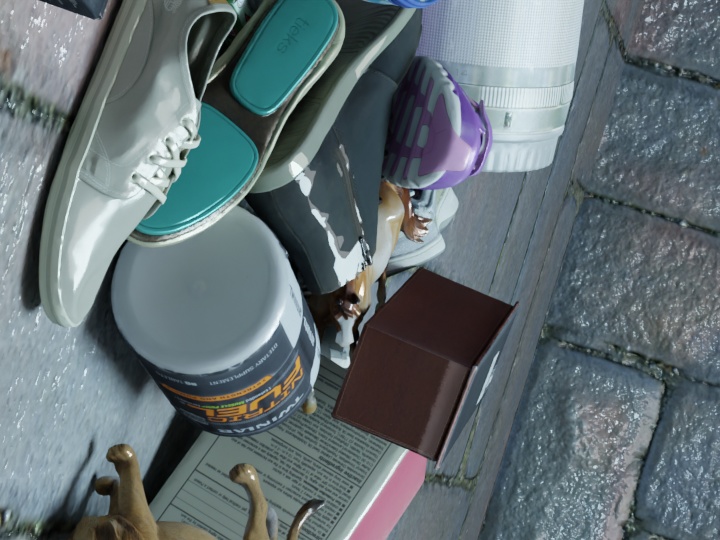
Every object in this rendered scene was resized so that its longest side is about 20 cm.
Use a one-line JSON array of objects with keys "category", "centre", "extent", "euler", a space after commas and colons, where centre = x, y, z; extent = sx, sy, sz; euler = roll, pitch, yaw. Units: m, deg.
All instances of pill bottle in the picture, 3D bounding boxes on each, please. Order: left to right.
[{"category": "pill bottle", "centre": [-0.081, 0.038, 1.304], "extent": [0.200, 0.105, 0.107], "euler": [70, 39, -71]}]

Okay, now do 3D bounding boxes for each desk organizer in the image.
[{"category": "desk organizer", "centre": [0.046, 0.059, 1.431], "extent": [0.200, 0.076, 0.072], "euler": [-41, 153, -74]}]

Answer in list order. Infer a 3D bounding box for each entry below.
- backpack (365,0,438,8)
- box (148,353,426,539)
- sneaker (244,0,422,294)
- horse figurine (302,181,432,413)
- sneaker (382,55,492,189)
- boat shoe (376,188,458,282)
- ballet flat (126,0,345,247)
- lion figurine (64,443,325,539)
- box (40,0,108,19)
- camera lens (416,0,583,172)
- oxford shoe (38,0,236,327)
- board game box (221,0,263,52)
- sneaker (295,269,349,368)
[{"category": "backpack", "centre": [0.015, -0.239, 1.165], "extent": [0.200, 0.146, 0.185], "euler": [40, 67, -63]}, {"category": "box", "centre": [-0.057, 0.167, 1.458], "extent": [0.201, 0.127, 0.109], "euler": [-54, 163, -24]}, {"category": "sneaker", "centre": [-0.010, -0.085, 1.318], "extent": [0.201, 0.074, 0.107], "euler": [-57, 136, -35]}, {"category": "horse figurine", "centre": [0.000, 0.000, 1.418], "extent": [0.201, 0.049, 0.133], "euler": [-65, 165, -46]}, {"category": "sneaker", "centre": [0.051, -0.090, 1.388], "extent": [0.081, 0.088, 0.200], "euler": [-67, -163, 6]}, {"category": "boat shoe", "centre": [0.026, -0.042, 1.603], "extent": [0.065, 0.074, 0.202], "euler": [64, 22, -13]}, {"category": "ballet flat", "centre": [-0.078, -0.081, 1.221], "extent": [0.200, 0.069, 0.070], "euler": [-49, 158, -26]}, {"category": "lion figurine", "centre": [-0.104, 0.177, 1.290], "extent": [0.073, 0.198, 0.123], "euler": [124, -35, -46]}, {"category": "box", "centre": [-0.123, -0.213, 0.889], "extent": [0.200, 0.049, 0.162], "euler": [58, 53, -75]}, {"category": "camera lens", "centre": [0.081, -0.185, 1.557], "extent": [0.160, 0.158, 0.202], "euler": [-39, 137, -70]}, {"category": "oxford shoe", "centre": [-0.116, -0.064, 1.117], "extent": [0.075, 0.057, 0.202], "euler": [51, 59, -79]}, {"category": "board game box", "centre": [-0.049, -0.190, 1.315], "extent": [0.200, 0.029, 0.136], "euler": [61, 48, -74]}, {"category": "sneaker", "centre": [-0.035, 0.014, 1.598], "extent": [0.200, 0.074, 0.117], "euler": [30, 71, -87]}]
